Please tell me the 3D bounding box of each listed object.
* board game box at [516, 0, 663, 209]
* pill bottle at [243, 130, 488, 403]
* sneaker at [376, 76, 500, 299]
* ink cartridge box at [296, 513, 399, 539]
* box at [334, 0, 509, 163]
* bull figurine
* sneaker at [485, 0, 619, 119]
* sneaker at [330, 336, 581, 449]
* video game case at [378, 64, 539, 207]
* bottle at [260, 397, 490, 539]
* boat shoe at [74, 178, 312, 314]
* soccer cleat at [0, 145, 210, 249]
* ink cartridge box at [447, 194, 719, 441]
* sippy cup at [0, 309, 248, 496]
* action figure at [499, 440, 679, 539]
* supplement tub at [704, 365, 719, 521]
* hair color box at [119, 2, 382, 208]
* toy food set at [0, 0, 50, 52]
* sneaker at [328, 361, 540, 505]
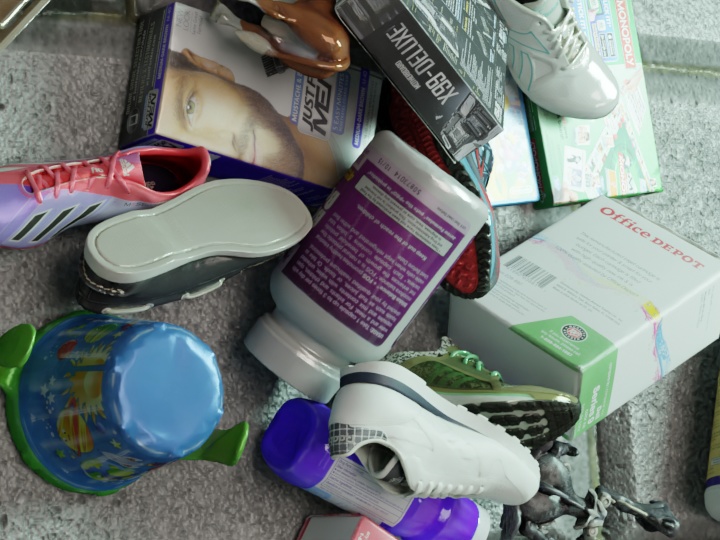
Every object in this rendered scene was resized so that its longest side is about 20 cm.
[{"bbox_3d":[0.197,-0.160,1.917,0.134,0.029,0.201,-8,87,-36],"label":"board game box"},{"bbox_3d":[0.000,0.000,1.667,0.112,0.112,0.200,35,95,-26],"label":"pill bottle"},{"bbox_3d":[0.085,-0.075,1.762,0.095,0.079,0.201,-1,72,-50],"label":"sneaker"},{"bbox_3d":[0.023,0.303,1.691,0.200,0.085,0.146,38,63,-27],"label":"ink cartridge box"},{"bbox_3d":[0.053,-0.197,1.704,0.158,0.050,0.200,49,22,-21],"label":"box"},{"bbox_3d":[-0.052,-0.215,1.676,0.121,0.200,0.065,21,116,-14],"label":"bull figurine"},{"bbox_3d":[0.154,-0.203,1.831,0.200,0.080,0.071,42,66,-18],"label":"sneaker"},{"bbox_3d":[0.079,0.088,1.720,0.077,0.199,0.089,77,20,-55],"label":"sneaker"},{"bbox_3d":[0.080,-0.151,1.840,0.143,0.018,0.201,-7,87,-35],"label":"video game case"},{"bbox_3d":[0.017,0.170,1.705,0.200,0.083,0.065,31,89,-31],"label":"bottle"},{"bbox_3d":[-0.124,-0.014,1.603,0.200,0.060,0.074,-20,61,-40],"label":"boat shoe"},{"bbox_3d":[-0.203,-0.062,1.584,0.199,0.076,0.067,-7,67,-39],"label":"soccer cleat"},{"bbox_3d":[0.191,0.035,1.802,0.200,0.145,0.088,-32,140,-34],"label":"ink cartridge box"},{"bbox_3d":[-0.169,0.092,1.558,0.177,0.130,0.140,-14,91,-35],"label":"sippy cup"},{"bbox_3d":[0.164,0.197,1.798,0.200,0.102,0.119,29,72,-26],"label":"action figure"},{"bbox_3d":[0.391,0.131,1.937,0.145,0.145,0.201,19,73,-32],"label":"supplement tub"},{"bbox_3d":[-0.083,-0.126,1.694,0.199,0.065,0.110,15,75,-31],"label":"hair color box"},{"bbox_3d":[-0.305,-0.258,1.559,0.200,0.060,0.144,49,60,-20],"label":"toy food set"},{"bbox_3d":[0.054,0.145,1.651,0.200,0.076,0.081,29,56,-28],"label":"sneaker"}]
